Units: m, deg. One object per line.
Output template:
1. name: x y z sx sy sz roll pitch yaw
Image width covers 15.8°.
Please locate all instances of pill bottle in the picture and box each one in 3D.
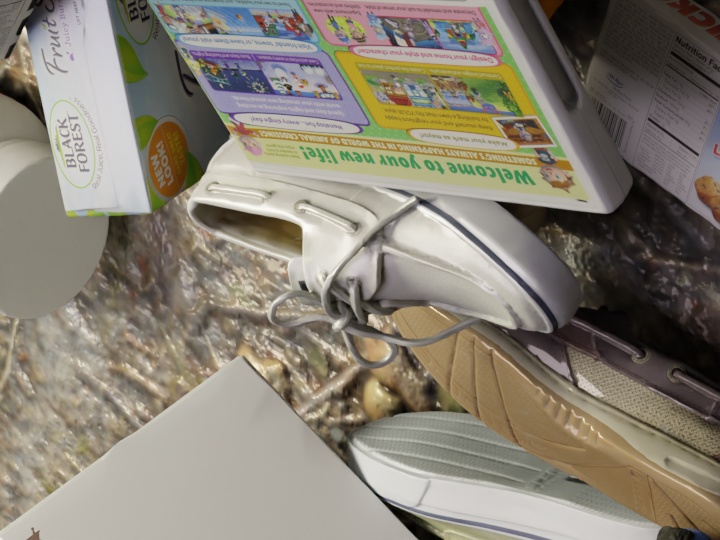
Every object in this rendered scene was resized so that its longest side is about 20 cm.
1. pill bottle: -0.233 -0.049 1.404 0.200 0.119 0.120 24 126 38

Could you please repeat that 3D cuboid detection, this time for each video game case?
1. video game case: -0.010 -0.101 0.988 0.200 0.022 0.182 9 141 44

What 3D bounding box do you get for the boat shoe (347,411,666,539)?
1. boat shoe: 0.073 0.115 1.183 0.200 0.072 0.062 15 118 40

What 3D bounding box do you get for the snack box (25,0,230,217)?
1. snack box: -0.100 -0.142 1.182 0.053 0.142 0.200 -1 110 29

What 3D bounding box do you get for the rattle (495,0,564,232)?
1. rattle: 0.062 -0.083 1.127 0.130 0.143 0.200 12 156 31

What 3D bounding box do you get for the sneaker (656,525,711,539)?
1. sneaker: 0.178 0.183 1.089 0.089 0.079 0.200 -12 124 33

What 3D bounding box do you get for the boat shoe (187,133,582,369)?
1. boat shoe: -0.002 -0.003 1.087 0.202 0.086 0.075 28 160 37

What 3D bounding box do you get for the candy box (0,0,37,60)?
1. candy box: -0.179 -0.169 1.076 0.200 0.061 0.137 145 108 -71

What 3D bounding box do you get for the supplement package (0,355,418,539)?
1. supplement package: -0.066 0.179 1.264 0.151 0.152 0.200 45 157 23

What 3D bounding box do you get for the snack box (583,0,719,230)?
1. snack box: 0.171 -0.038 1.030 0.200 0.024 0.072 39 133 28

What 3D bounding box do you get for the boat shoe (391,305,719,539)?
1. boat shoe: 0.101 0.049 1.116 0.200 0.065 0.072 32 155 27
